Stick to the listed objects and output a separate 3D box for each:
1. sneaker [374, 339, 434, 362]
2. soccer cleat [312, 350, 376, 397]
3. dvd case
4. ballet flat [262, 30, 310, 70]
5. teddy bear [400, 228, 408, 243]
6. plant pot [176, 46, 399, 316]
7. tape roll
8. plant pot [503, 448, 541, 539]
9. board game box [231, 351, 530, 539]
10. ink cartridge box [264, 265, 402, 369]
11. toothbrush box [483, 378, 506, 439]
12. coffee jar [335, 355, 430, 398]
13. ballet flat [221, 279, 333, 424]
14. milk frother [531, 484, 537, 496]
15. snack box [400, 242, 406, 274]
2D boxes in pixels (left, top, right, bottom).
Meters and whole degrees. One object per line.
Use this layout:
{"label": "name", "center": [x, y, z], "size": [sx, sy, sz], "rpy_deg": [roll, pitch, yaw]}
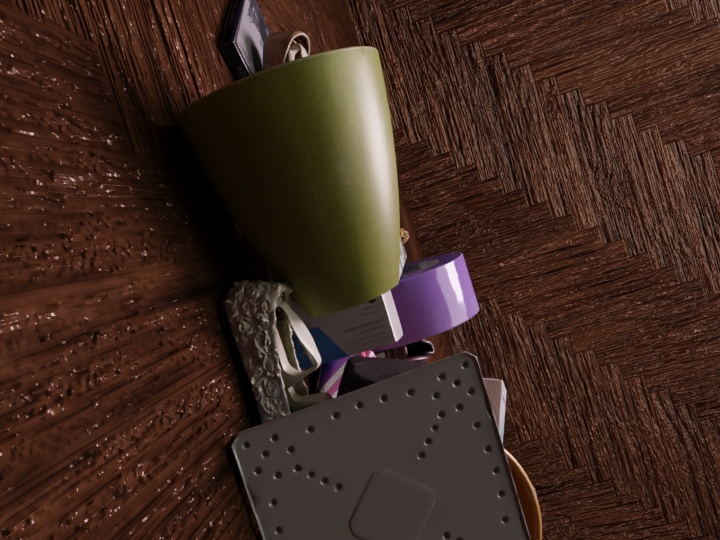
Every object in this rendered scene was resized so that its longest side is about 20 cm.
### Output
{"label": "sneaker", "center": [0.064, 0.139, 0.968], "size": [0.200, 0.115, 0.076], "rpy_deg": [24, 49, -76]}
{"label": "soccer cleat", "center": [-0.012, 0.129, 0.705], "size": [0.200, 0.073, 0.068], "rpy_deg": [-97, 165, -45]}
{"label": "dvd case", "center": [-0.138, -0.284, 0.842], "size": [0.200, 0.025, 0.151], "rpy_deg": [-93, 163, -47]}
{"label": "ballet flat", "center": [-0.089, -0.209, 0.756], "size": [0.068, 0.067, 0.201], "rpy_deg": [25, 62, -64]}
{"label": "teddy bear", "center": [0.019, -0.084, 1.086], "size": [0.067, 0.145, 0.200], "rpy_deg": [-44, 117, -39]}
{"label": "plant pot", "center": [-0.040, -0.068, 0.558], "size": [0.187, 0.186, 0.201], "rpy_deg": [-58, 130, -76]}
{"label": "tape roll", "center": [0.064, 0.044, 0.891], "size": [0.200, 0.199, 0.085], "rpy_deg": [-38, 111, -79]}
{"label": "plant pot", "center": [0.074, 0.260, 0.687], "size": [0.183, 0.199, 0.201], "rpy_deg": [128, -55, -85]}
{"label": "board game box", "center": [0.023, 0.187, 0.488], "size": [0.026, 0.199, 0.201], "rpy_deg": [-166, -122, -80]}
{"label": "ink cartridge box", "center": [-0.039, -0.006, 0.667], "size": [0.068, 0.116, 0.201], "rpy_deg": [3, 70, -80]}
{"label": "toothbrush box", "center": [0.132, 0.258, 0.899], "size": [0.085, 0.146, 0.201], "rpy_deg": [51, 44, -64]}
{"label": "coffee jar", "center": [0.022, 0.179, 0.545], "size": [0.085, 0.104, 0.201], "rpy_deg": [-109, -155, -89]}
{"label": "ballet flat", "center": [-0.061, 0.101, 0.530], "size": [0.072, 0.071, 0.201], "rpy_deg": [-56, 129, -76]}
{"label": "milk frother", "center": [0.202, 0.384, 1.079], "size": [0.188, 0.199, 0.181], "rpy_deg": [31, 47, -74]}
{"label": "snack box", "center": [0.000, 0.000, 0.856], "size": [0.200, 0.116, 0.037], "rpy_deg": [-55, 127, -76]}
